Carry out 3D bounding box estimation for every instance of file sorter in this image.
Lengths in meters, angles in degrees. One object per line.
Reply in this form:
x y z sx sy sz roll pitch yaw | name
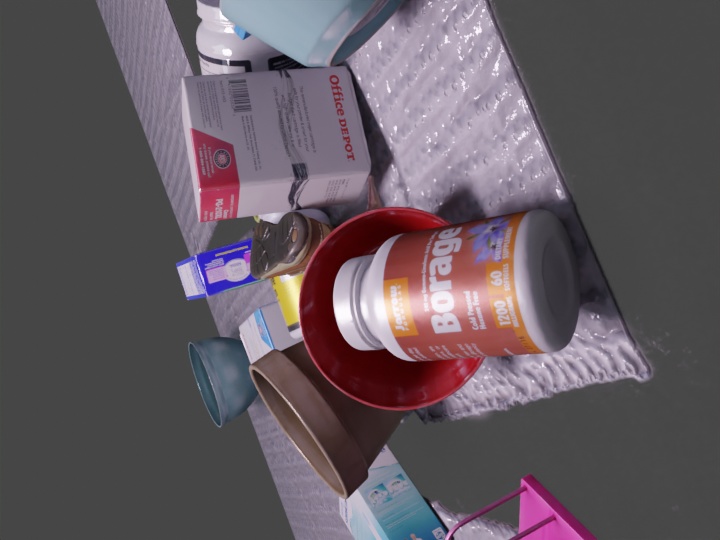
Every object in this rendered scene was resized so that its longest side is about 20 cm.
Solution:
0.182 0.339 0.770 0.200 0.123 0.142 41 144 50 | file sorter

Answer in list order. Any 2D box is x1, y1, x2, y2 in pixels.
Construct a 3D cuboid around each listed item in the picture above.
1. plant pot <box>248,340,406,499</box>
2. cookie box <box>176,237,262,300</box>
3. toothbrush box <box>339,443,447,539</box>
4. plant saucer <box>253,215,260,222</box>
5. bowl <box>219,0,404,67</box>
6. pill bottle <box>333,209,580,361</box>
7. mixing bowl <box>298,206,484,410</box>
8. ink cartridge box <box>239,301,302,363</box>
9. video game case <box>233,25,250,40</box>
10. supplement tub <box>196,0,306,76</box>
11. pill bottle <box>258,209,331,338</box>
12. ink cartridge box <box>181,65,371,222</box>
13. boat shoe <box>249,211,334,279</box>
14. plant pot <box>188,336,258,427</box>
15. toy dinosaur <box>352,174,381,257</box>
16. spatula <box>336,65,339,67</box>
-0.015 0.151 0.987 0.200 0.172 0.201 47 161 21 | plant pot
-0.220 -0.007 1.375 0.199 0.168 0.077 -9 98 68 | cookie box
0.045 0.382 1.176 0.200 0.084 0.149 48 150 42 | toothbrush box
-0.168 -0.209 1.248 0.203 0.047 0.200 65 157 15 | plant saucer
-0.023 -0.265 0.714 0.105 0.201 0.201 48 157 -3 | bowl
0.077 0.019 0.671 0.197 0.112 0.115 -9 102 35 | pill bottle
0.039 0.029 0.816 0.109 0.195 0.205 -72 -33 -78 | mixing bowl
-0.148 0.142 1.436 0.147 0.083 0.200 69 157 6 | ink cartridge box
-0.056 -0.323 0.779 0.018 0.143 0.200 45 157 -4 | video game case
-0.137 -0.256 1.016 0.140 0.138 0.204 44 146 47 | supplement tub
-0.081 -0.015 1.116 0.204 0.110 0.112 69 158 3 | pill bottle
-0.100 -0.149 0.910 0.085 0.195 0.148 119 141 -65 | ink cartridge box
-0.085 -0.024 0.985 0.199 0.072 0.078 -5 77 64 | boat shoe
-0.298 0.238 1.798 0.201 0.132 0.204 50 150 42 | plant pot
0.000 0.000 0.909 0.086 0.133 0.203 47 147 43 | toy dinosaur
-0.057 -0.330 0.925 0.056 0.020 0.205 14 121 62 | spatula
